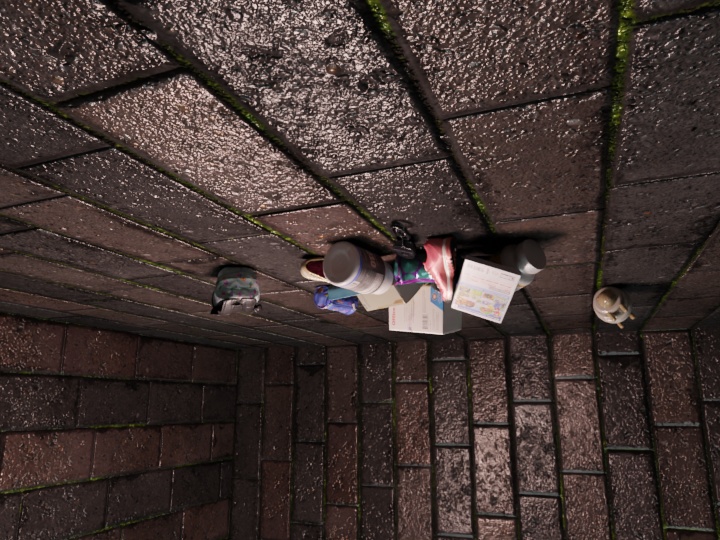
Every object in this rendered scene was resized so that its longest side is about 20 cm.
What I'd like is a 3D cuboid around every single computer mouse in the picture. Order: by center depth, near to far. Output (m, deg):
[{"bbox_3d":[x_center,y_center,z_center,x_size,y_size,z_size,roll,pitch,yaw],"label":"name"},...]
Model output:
[{"bbox_3d":[0.104,-0.077,1.345,0.057,0.035,0.200,14,165,15],"label":"computer mouse"}]

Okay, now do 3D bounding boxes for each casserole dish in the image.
[{"bbox_3d":[-0.021,0.037,1.677,0.197,0.039,0.121,-12,-160,38],"label":"casserole dish"}]

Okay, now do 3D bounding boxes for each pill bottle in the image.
[{"bbox_3d":[0.381,0.002,1.444,0.111,0.115,0.200,8,152,-30],"label":"pill bottle"},{"bbox_3d":[0.000,0.000,1.467,0.112,0.116,0.199,-9,164,32],"label":"pill bottle"}]

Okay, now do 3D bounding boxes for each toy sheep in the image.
[{"bbox_3d":[0.888,0.125,1.945,0.136,0.141,0.199,-10,152,35],"label":"toy sheep"}]

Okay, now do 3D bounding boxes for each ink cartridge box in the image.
[{"bbox_3d":[0.206,0.115,1.762,0.197,0.151,0.144,2,-177,35],"label":"ink cartridge box"}]

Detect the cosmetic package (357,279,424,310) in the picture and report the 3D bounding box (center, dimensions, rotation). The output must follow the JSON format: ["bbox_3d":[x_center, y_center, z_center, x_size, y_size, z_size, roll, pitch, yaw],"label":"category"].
[{"bbox_3d":[0.086,0.054,1.657,0.105,0.072,0.199,-43,-165,-31],"label":"cosmetic package"}]

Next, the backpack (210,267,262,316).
[{"bbox_3d":[-0.385,0.066,1.711,0.163,0.129,0.200,-8,168,-19],"label":"backpack"}]

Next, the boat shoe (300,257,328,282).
[{"bbox_3d":[-0.071,0.002,1.560,0.195,0.076,0.069,3,172,-10],"label":"boat shoe"}]

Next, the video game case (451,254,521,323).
[{"bbox_3d":[0.319,0.051,1.429,0.140,0.018,0.202,17,140,10],"label":"video game case"}]

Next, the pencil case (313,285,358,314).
[{"bbox_3d":[-0.083,0.110,1.985,0.086,0.079,0.199,26,-177,34],"label":"pencil case"}]

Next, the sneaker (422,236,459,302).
[{"bbox_3d":[0.205,-0.006,1.427,0.085,0.074,0.203,8,131,21],"label":"sneaker"}]

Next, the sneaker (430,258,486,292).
[{"bbox_3d":[0.300,0.004,1.601,0.196,0.078,0.091,-12,-171,13],"label":"sneaker"}]

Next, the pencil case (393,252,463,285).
[{"bbox_3d":[0.187,0.000,1.506,0.195,0.094,0.085,2,154,-7],"label":"pencil case"}]
